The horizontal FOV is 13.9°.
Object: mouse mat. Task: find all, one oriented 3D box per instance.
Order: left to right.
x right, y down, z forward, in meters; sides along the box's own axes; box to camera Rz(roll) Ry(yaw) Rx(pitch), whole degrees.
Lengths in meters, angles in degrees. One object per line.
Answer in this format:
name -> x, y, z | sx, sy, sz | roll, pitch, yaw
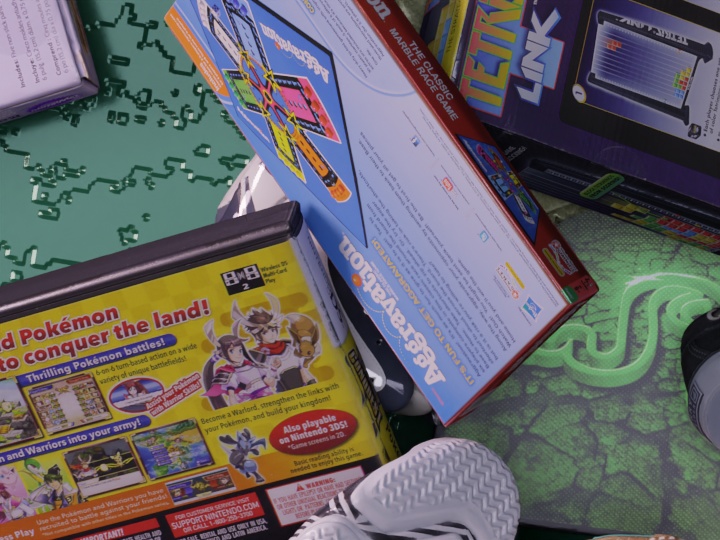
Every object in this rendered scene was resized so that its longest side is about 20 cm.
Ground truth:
mouse mat -> 0.134, 0.036, 1.246 | 0.198, 0.008, 0.162 | 7, 89, 4

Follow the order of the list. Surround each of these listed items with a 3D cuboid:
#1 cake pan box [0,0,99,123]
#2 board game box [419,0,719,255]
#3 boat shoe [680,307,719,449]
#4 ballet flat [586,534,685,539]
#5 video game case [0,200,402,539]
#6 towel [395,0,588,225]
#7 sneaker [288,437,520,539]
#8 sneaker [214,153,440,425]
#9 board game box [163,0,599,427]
cake pan box -> -0.226, -0.145, 1.261 | 0.183, 0.052, 0.201 | -18, 87, 2
board game box -> 0.116, -0.122, 1.176 | 0.164, 0.057, 0.201 | 19, 73, -15
boat shoe -> 0.227, 0.025, 1.206 | 0.198, 0.057, 0.069 | -10, 126, -4
ballet flat -> 0.081, 0.195, 1.122 | 0.065, 0.070, 0.201 | 16, 86, 31
video game case -> -0.085, 0.079, 1.200 | 0.199, 0.026, 0.182 | -15, 114, 16
towel -> 0.070, -0.090, 1.200 | 0.199, 0.036, 0.149 | -22, 89, -24
sneaker -> -0.029, 0.136, 1.168 | 0.200, 0.115, 0.075 | -45, 107, -10
sneaker -> 0.000, 0.000, 1.227 | 0.129, 0.079, 0.200 | 38, 83, -5
board game box -> 0.004, -0.047, 1.126 | 0.019, 0.103, 0.201 | -26, 77, -39
